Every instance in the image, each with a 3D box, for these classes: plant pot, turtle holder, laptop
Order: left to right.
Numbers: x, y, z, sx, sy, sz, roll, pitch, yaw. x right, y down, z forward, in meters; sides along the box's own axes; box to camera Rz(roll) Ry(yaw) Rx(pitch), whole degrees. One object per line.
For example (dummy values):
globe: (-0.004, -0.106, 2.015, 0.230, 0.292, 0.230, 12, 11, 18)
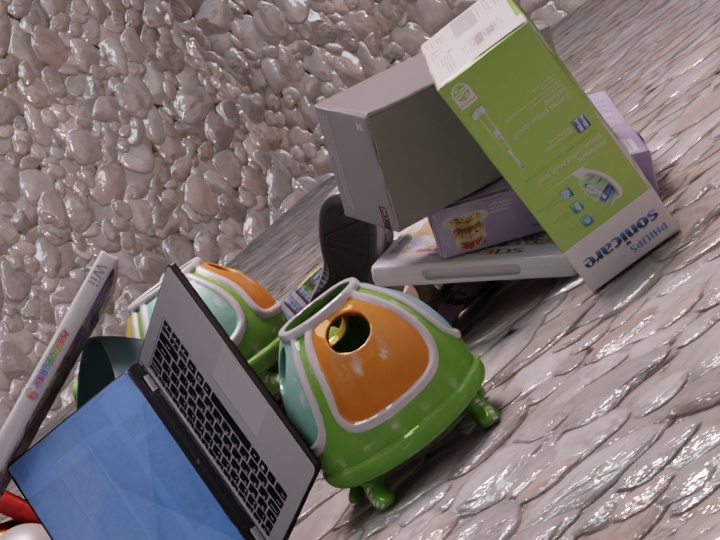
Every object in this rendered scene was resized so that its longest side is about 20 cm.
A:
laptop: (-0.145, 0.139, 1.279, 0.115, 0.188, 0.201, -25, -25, -32)
plant pot: (-0.145, 0.150, 1.462, 0.134, 0.202, 0.200, -3, -6, -20)
turtle holder: (-0.153, 0.074, 1.608, 0.185, 0.132, 0.141, -32, 8, 27)
turtle holder: (0.011, 0.071, 1.265, 0.141, 0.132, 0.186, -36, 7, 17)

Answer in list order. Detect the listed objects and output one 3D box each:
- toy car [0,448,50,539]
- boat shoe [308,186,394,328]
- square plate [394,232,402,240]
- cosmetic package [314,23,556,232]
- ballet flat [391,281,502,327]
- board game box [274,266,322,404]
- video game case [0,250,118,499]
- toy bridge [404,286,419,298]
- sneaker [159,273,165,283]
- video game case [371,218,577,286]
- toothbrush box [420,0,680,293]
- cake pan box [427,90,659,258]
toy car: (-0.328, 0.241, 1.839, 0.200, 0.150, 0.175, -40, 6, -15)
boat shoe: (-0.001, -0.001, 1.585, 0.065, 0.074, 0.203, -54, -27, -44)
square plate: (0.070, -0.074, 1.745, 0.199, 0.029, 0.199, -17, 27, 16)
cosmetic package: (0.071, -0.122, 1.481, 0.199, 0.108, 0.090, -25, 24, -25)
ballet flat: (0.065, 0.024, 1.568, 0.069, 0.071, 0.200, -35, 6, 41)
board game box: (-0.104, 0.111, 1.788, 0.200, 0.062, 0.200, -45, -5, -21)
video game case: (-0.248, 0.088, 1.431, 0.201, 0.018, 0.143, -63, 2, -14)
toy bridge: (0.009, 0.066, 1.689, 0.200, 0.027, 0.068, -43, 20, 55)
sneaker: (-0.166, 0.050, 1.798, 0.074, 0.116, 0.200, -43, -4, -6)
video game case: (0.127, -0.041, 1.551, 0.181, 0.023, 0.200, -3, 23, 26)
toothbrush box: (0.141, -0.103, 1.369, 0.086, 0.200, 0.146, -35, 17, 9)
cake pan box: (0.147, -0.087, 1.550, 0.198, 0.053, 0.184, -16, 23, 0)
